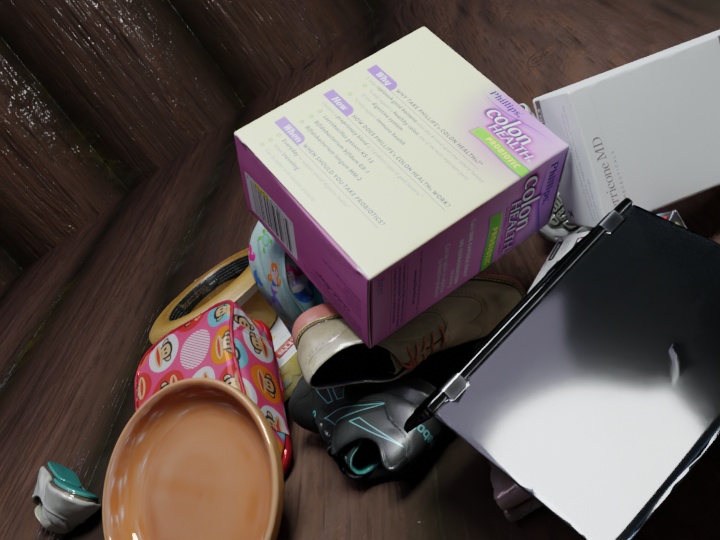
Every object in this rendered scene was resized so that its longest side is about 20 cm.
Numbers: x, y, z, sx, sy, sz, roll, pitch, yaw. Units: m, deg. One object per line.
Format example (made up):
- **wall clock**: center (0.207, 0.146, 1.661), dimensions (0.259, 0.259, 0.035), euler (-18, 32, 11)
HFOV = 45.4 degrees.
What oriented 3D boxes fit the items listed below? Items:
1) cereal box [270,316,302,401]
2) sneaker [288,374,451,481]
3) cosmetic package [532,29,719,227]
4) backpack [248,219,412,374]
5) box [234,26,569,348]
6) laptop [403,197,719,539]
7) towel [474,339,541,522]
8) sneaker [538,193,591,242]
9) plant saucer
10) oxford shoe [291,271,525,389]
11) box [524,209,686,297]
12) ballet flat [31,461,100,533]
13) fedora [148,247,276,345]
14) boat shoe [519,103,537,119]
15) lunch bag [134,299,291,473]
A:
- **cereal box**: center (-0.130, 0.116, 1.011), dimensions (0.144, 0.040, 0.199), euler (-46, 22, -18)
- **sneaker**: center (-0.010, 0.131, 0.738), dimensions (0.199, 0.076, 0.080), euler (-9, 38, 53)
- **cosmetic package**: center (0.250, -0.119, 0.683), dimensions (0.198, 0.114, 0.081), euler (-23, 9, -8)
- **backpack**: center (0.000, 0.000, 0.812), dimensions (0.178, 0.201, 0.150), euler (-44, 22, -19)
- **box**: center (0.031, -0.073, 0.693), dimensions (0.199, 0.097, 0.176), euler (-34, 61, -20)
- **laptop**: center (0.139, 0.063, 0.536), dimensions (0.187, 0.116, 0.200), euler (-43, -8, -14)
- **towel**: center (0.173, 0.071, 0.623), dimensions (0.190, 0.032, 0.201), euler (-32, 22, 19)
- **sneaker**: center (0.238, -0.115, 0.836), dimensions (0.199, 0.078, 0.100), euler (-36, 18, 5)
- **plant saucer**: center (-0.143, 0.197, 0.750), dimensions (0.198, 0.037, 0.203), euler (-10, 71, 30)
- **oxford shoe**: center (0.045, 0.057, 0.699), dimensions (0.197, 0.071, 0.075), euler (-15, 36, 1)
- **box**: center (0.156, 0.042, 0.617), dimensions (0.109, 0.035, 0.201), euler (-14, 31, 50)
- **ballet flat**: center (-0.360, 0.281, 1.037), dimensions (0.070, 0.070, 0.199), euler (-46, 18, -21)
- **fedora**: center (-0.157, 0.048, 1.024), dimensions (0.199, 0.082, 0.201), euler (-31, 16, 10)
- **boat shoe**: center (0.162, -0.114, 0.962), dimensions (0.073, 0.067, 0.201), euler (-22, 27, 36)
- **lunch bag**: center (-0.162, 0.147, 0.863), dimensions (0.175, 0.082, 0.202), euler (-32, 47, 18)
